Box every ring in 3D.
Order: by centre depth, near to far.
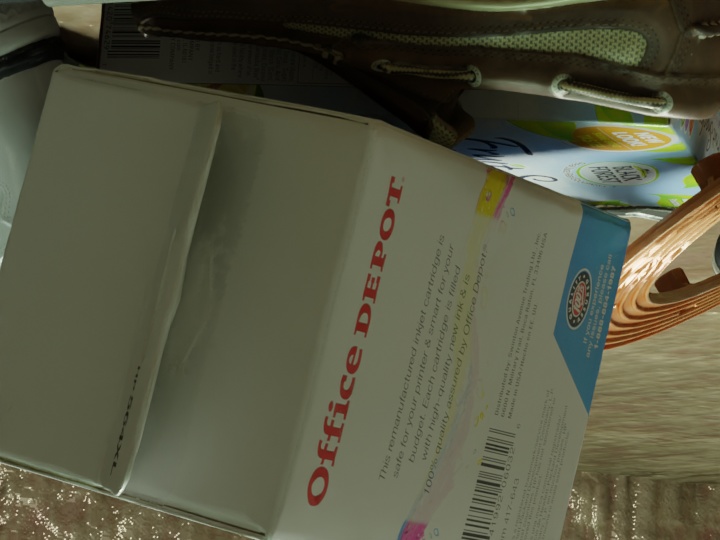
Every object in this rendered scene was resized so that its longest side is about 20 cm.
[{"bbox_3d":[0.158,-0.030,1.085,0.200,0.019,0.200,-28,165,-8],"label":"ring"}]

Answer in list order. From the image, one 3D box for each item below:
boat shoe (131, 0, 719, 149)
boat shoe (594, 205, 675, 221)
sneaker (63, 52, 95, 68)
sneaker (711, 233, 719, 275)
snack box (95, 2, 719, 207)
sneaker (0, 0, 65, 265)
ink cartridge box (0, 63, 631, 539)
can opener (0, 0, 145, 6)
[{"bbox_3d":[0.019,-0.072,0.932,0.202,0.075,0.075,1,-167,23],"label":"boat shoe"},{"bbox_3d":[0.067,-0.034,1.290,0.200,0.064,0.071,7,172,-20],"label":"boat shoe"},{"bbox_3d":[-0.142,-0.057,1.206,0.076,0.076,0.200,-3,168,43],"label":"sneaker"},{"bbox_3d":[0.229,-0.015,1.320,0.200,0.078,0.079,15,140,50],"label":"sneaker"},{"bbox_3d":[0.026,-0.068,1.056,0.200,0.068,0.169,1,172,15],"label":"snack box"},{"bbox_3d":[-0.132,-0.042,1.029,0.075,0.115,0.200,-24,-169,-12],"label":"sneaker"},{"bbox_3d":[-0.023,0.018,0.938,0.125,0.129,0.200,12,176,33],"label":"ink cartridge box"},{"bbox_3d":[-0.105,-0.104,0.917,0.200,0.053,0.066,0,172,31],"label":"can opener"}]
